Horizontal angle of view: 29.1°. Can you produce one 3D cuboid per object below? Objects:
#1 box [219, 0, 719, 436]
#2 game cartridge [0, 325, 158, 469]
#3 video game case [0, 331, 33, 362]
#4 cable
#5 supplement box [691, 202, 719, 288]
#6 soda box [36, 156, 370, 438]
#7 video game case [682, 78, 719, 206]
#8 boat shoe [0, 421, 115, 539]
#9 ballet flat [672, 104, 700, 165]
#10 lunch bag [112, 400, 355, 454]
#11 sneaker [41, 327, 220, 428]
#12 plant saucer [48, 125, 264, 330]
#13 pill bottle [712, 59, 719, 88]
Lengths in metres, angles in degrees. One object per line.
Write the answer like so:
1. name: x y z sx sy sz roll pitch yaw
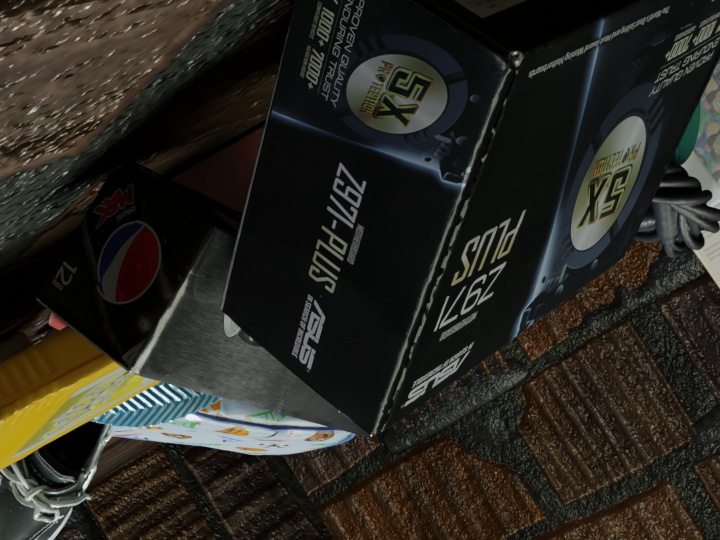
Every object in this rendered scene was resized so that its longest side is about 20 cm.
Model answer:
1. box: 0.054 -0.058 0.539 0.199 0.086 0.165 -29 147 -45
2. game cartridge: -0.133 0.051 0.702 0.199 0.033 0.176 -32 176 -35
3. video game case: -0.281 0.111 0.824 0.181 0.023 0.200 -32 176 -24
4. cable: 0.163 -0.046 0.932 0.200 0.161 0.051 160 -49 -79
5. supplement box: 0.241 -0.094 1.036 0.073 0.200 0.127 -33 -153 15
6. soda box: -0.045 0.019 0.619 0.071 0.063 0.199 -58 149 4
7. video game case: 0.256 -0.154 0.911 0.199 0.182 0.024 -34 -154 19
8. boat shoe: -0.209 0.131 0.932 0.200 0.073 0.068 -50 -171 14
9. ballet flat: 0.185 -0.155 0.857 0.073 0.073 0.202 -31 139 -31
10. lunch bag: -0.110 0.093 1.039 0.198 0.077 0.159 16 159 -40
11. sneaker: -0.115 0.040 0.882 0.198 0.081 0.078 -11 122 -30
12. plant saucer: -0.070 -0.027 0.753 0.198 0.037 0.200 -32 177 -21
13. pill bottle: 0.206 -0.120 0.627 0.112 0.201 0.113 -32 177 -2
